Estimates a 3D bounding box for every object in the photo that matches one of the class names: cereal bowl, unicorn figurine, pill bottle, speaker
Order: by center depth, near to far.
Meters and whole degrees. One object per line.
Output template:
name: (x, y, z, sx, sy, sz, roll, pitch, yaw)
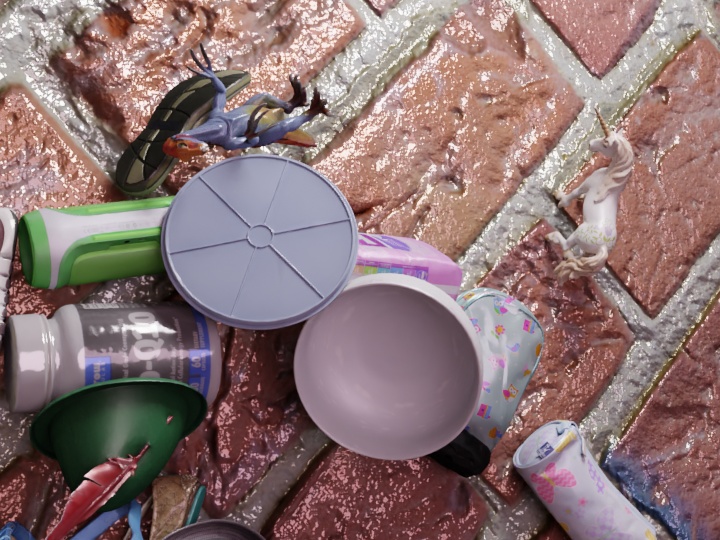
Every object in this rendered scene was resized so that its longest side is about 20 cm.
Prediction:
pill bottle: (-0.250, 0.089, 1.164, 0.200, 0.114, 0.114, -2, 82, -25)
speaker: (-0.247, -0.032, 1.201, 0.200, 0.088, 0.089, -8, 85, -26)
cereal bowl: (0.034, 0.092, 1.212, 0.200, 0.200, 0.083, 52, 22, -9)
unicorn figurine: (0.289, -0.086, 1.435, 0.074, 0.137, 0.201, 0, 81, -25)

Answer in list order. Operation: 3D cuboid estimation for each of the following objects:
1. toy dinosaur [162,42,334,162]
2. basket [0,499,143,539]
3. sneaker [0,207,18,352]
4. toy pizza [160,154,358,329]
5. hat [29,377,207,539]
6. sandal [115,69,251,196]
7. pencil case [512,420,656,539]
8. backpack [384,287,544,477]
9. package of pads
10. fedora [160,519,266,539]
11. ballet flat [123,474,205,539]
toy dinosaur: (-0.121, -0.142, 1.226, 0.181, 0.200, 0.105, -32, 52, -17)
basket: (-0.288, 0.294, 1.084, 0.200, 0.176, 0.139, -40, 99, -6)
sneaker: (-0.405, 0.029, 1.131, 0.115, 0.076, 0.200, 9, 67, -19)
toy pizza: (-0.102, -0.028, 1.178, 0.200, 0.032, 0.201, 2, 64, -4)
hat: (-0.225, 0.215, 1.092, 0.200, 0.166, 0.176, 0, 53, -27)
sandal: (-0.192, -0.149, 1.263, 0.201, 0.080, 0.057, -54, 137, -24)
pencil case: (0.272, 0.275, 1.397, 0.091, 0.083, 0.200, -38, 100, -3)
backpack: (0.122, 0.119, 1.325, 0.167, 0.127, 0.200, 35, 74, -18)
package of pads: (0.000, 0.000, 1.292, 0.200, 0.120, 0.076, 6, 100, -25)
fedora: (-0.129, 0.343, 1.155, 0.200, 0.090, 0.177, 22, 74, -48)
ballet flat: (-0.216, 0.304, 1.182, 0.065, 0.071, 0.200, 14, 71, 5)
